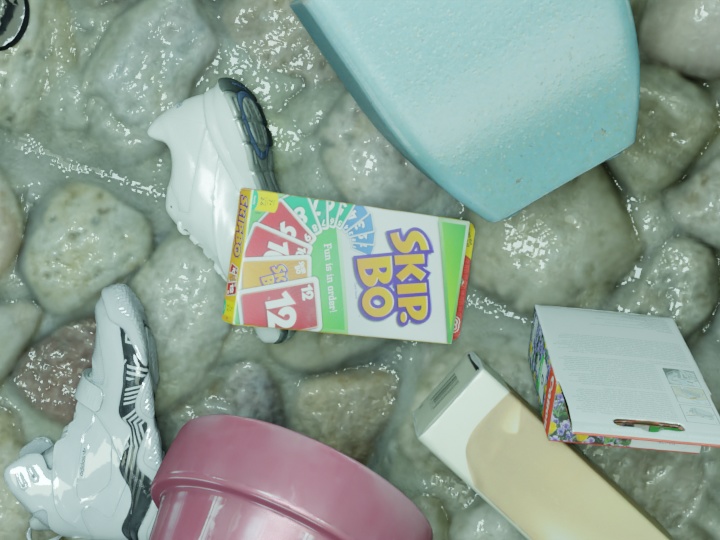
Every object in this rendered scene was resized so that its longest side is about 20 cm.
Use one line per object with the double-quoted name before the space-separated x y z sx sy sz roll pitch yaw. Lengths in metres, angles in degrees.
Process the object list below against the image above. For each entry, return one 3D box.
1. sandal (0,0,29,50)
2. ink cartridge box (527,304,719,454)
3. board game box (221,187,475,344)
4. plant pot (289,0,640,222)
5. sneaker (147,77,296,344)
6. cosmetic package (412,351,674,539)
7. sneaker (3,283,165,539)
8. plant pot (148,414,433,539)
"sandal" -0.348 -0.213 0.978 0.200 0.043 0.076 8 93 -2
"ink cartridge box" 0.182 0.088 0.923 0.109 0.200 0.050 5 112 -1
"board game box" 0.000 0.000 0.962 0.200 0.030 0.096 6 94 -32
"plant pot" 0.088 -0.151 0.923 0.196 0.196 0.200 -31 103 0
"sneaker" -0.096 -0.039 0.988 0.087 0.075 0.200 -17 91 17
"cosmetic package" 0.135 0.156 0.976 0.200 0.105 0.071 42 93 -4
"sneaker" -0.206 0.113 0.980 0.115 0.075 0.200 -6 96 -4
"plant pot" -0.074 0.224 0.898 0.200 0.200 0.179 28 62 -2
